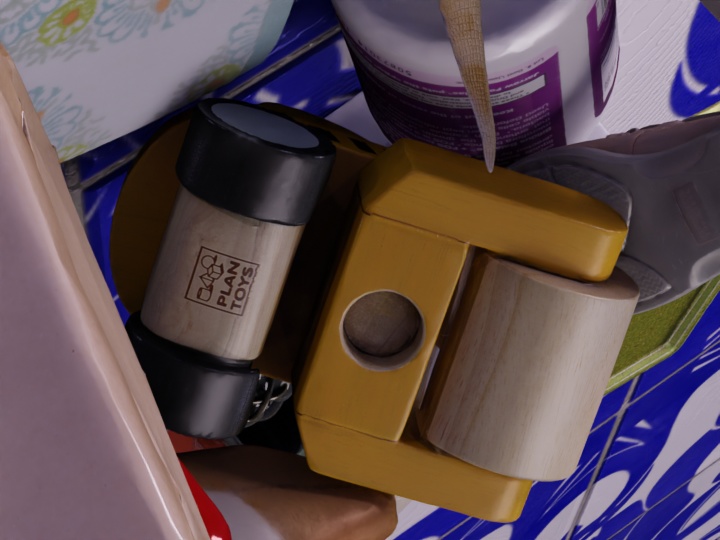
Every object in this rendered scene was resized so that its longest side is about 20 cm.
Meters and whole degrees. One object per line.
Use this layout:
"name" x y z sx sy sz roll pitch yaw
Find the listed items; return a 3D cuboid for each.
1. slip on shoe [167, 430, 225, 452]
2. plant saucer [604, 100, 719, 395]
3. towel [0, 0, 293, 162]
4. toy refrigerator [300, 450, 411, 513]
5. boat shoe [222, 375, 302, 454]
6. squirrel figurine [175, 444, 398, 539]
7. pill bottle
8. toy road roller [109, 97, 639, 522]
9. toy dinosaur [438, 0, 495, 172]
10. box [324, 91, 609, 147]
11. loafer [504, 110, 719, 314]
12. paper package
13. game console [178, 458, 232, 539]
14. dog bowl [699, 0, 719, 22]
"slip on shoe" -0.104 0.114 1.273 0.074 0.061 0.200 -43 163 9
"plant saucer" 0.112 0.015 1.134 0.199 0.048 0.200 -28 158 -30
"towel" -0.091 -0.102 0.804 0.171 0.048 0.200 -25 158 -28
"toy refrigerator" -0.068 0.177 1.483 0.200 0.076 0.070 -44 162 19
"boat shoe" -0.058 0.052 1.224 0.069 0.057 0.200 -36 162 -6
"squirrel figurine" -0.101 0.167 0.925 0.142 0.199 0.187 -65 170 -55
"pill bottle" 0.049 -0.101 0.972 0.112 0.112 0.200 -37 162 -5
"toy road roller" 0.000 0.000 0.944 0.146 0.199 0.123 -93 -159 -72
"toy dinosaur" 0.033 -0.145 0.838 0.101 0.058 0.201 -32 120 -37
"box" 0.041 -0.015 1.176 0.152 0.106 0.200 -37 162 -7
"loafer" 0.128 -0.028 0.941 0.199 0.072 0.063 -15 -172 39
"paper package" -0.162 0.058 0.728 0.199 0.191 0.104 -24 160 -2
"game console" -0.172 0.090 0.845 0.172 0.200 0.119 -27 156 -32
"dog bowl" 0.143 -0.166 0.851 0.079 0.200 0.200 -34 162 -4
